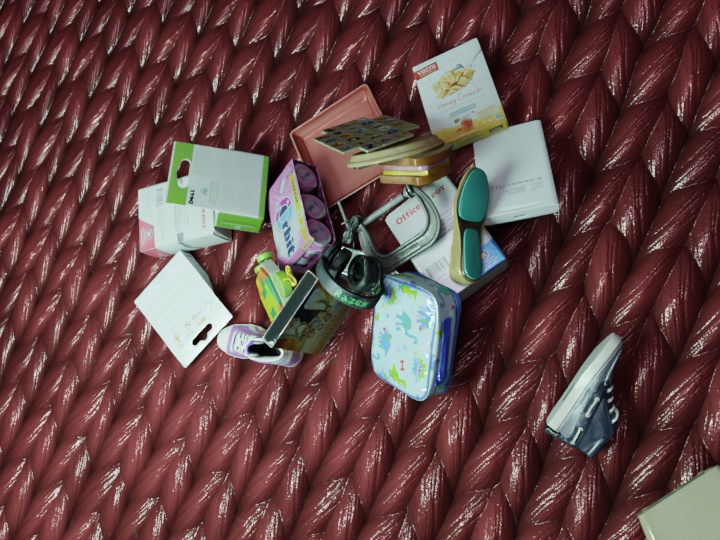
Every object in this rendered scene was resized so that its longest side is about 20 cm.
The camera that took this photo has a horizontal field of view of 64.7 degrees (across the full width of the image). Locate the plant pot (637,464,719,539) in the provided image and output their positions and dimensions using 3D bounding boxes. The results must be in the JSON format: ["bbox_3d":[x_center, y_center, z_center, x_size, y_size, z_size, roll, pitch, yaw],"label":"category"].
[{"bbox_3d":[0.509,0.393,0.805,0.199,0.199,0.179,-37,60,9],"label":"plant pot"}]

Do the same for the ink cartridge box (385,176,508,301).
[{"bbox_3d":[0.160,-0.052,1.060,0.143,0.084,0.202,-35,71,10],"label":"ink cartridge box"}]

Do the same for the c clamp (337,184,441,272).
[{"bbox_3d":[0.051,-0.092,1.048,0.197,0.027,0.175,-26,76,31],"label":"c clamp"}]

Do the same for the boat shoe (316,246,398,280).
[{"bbox_3d":[0.000,0.000,1.120,0.196,0.062,0.077,16,88,24],"label":"boat shoe"}]

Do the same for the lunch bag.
[{"bbox_3d":[0.097,0.115,1.004,0.159,0.081,0.205,20,111,48],"label":"lunch bag"}]

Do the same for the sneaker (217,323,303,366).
[{"bbox_3d":[-0.223,0.146,1.145,0.196,0.114,0.075,6,83,21],"label":"sneaker"}]

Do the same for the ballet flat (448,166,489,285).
[{"bbox_3d":[0.178,-0.076,0.980,0.067,0.063,0.205,12,79,-24],"label":"ballet flat"}]

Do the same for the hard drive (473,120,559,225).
[{"bbox_3d":[0.278,-0.180,1.034,0.129,0.027,0.204,-10,55,17],"label":"hard drive"}]

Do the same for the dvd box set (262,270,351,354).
[{"bbox_3d":[-0.087,0.086,1.060,0.029,0.200,0.148,36,92,24],"label":"dvd box set"}]

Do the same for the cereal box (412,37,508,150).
[{"bbox_3d":[0.192,-0.341,1.113,0.141,0.039,0.204,-20,66,15],"label":"cereal box"}]

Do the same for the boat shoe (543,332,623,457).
[{"bbox_3d":[0.396,0.210,0.942,0.092,0.074,0.202,34,100,15],"label":"boat shoe"}]

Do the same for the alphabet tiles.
[{"bbox_3d":[0.009,-0.259,1.073,0.164,0.006,0.200,-24,32,-19],"label":"alphabet tiles"}]

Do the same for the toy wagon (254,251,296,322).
[{"bbox_3d":[-0.160,0.043,1.102,0.039,0.200,0.158,-23,79,-20],"label":"toy wagon"}]

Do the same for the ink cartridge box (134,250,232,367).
[{"bbox_3d":[-0.383,0.083,1.257,0.162,0.050,0.200,-45,78,6],"label":"ink cartridge box"}]

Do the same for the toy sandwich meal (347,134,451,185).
[{"bbox_3d":[0.074,-0.195,1.037,0.200,0.205,0.072,-9,105,17],"label":"toy sandwich meal"}]

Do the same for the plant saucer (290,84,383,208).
[{"bbox_3d":[-0.028,-0.253,1.190,0.197,0.037,0.203,-29,72,12],"label":"plant saucer"}]

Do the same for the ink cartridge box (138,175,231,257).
[{"bbox_3d":[-0.391,-0.122,1.270,0.195,0.083,0.150,-10,76,18],"label":"ink cartridge box"}]

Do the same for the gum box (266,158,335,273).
[{"bbox_3d":[-0.121,-0.102,1.132,0.113,0.065,0.204,-43,51,39],"label":"gum box"}]

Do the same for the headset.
[{"bbox_3d":[-0.014,-0.017,0.996,0.121,0.202,0.095,22,118,-18],"label":"headset"}]

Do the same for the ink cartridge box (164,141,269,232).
[{"bbox_3d":[-0.296,-0.174,1.185,0.195,0.076,0.151,7,68,-15],"label":"ink cartridge box"}]
